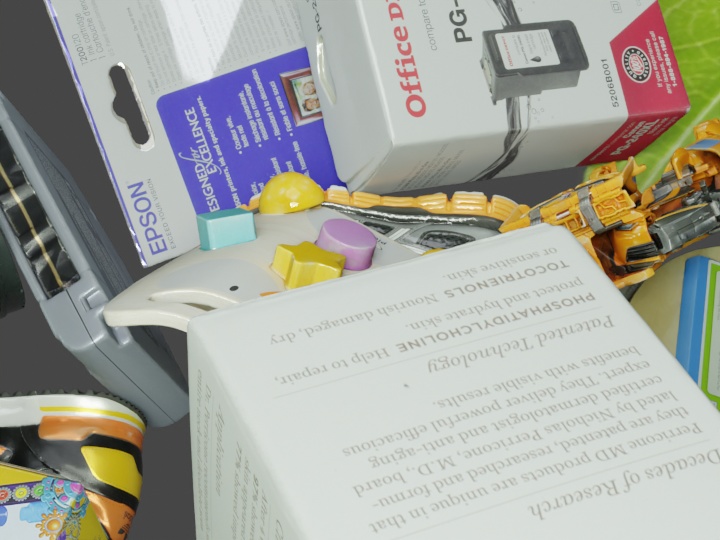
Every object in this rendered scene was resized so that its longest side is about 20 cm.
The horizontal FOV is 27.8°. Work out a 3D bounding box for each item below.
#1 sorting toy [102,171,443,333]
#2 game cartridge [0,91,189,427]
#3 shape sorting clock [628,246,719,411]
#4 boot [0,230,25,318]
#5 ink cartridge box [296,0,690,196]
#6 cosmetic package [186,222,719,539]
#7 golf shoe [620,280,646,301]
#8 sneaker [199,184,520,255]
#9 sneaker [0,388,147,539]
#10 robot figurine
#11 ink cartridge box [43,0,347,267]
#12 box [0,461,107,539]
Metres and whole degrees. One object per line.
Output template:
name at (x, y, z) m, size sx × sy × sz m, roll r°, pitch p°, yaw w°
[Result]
sorting toy at (-0.037, 0.030, 0.731) m, size 0.200 × 0.107 × 0.180 m, roll 27°, pitch 18°, yaw 14°
game cartridge at (-0.163, -0.006, 0.829) m, size 0.040 × 0.133 × 0.200 m, roll -34°, pitch 59°, yaw 1°
shape sorting clock at (0.218, 0.075, 0.742) m, size 0.199 × 0.039 × 0.201 m, roll 9°, pitch 54°, yaw -13°
boot at (-0.283, 0.017, 0.811) m, size 0.162 × 0.074 × 0.198 m, roll -23°, pitch 7°, yaw -23°
ink cartridge box at (0.077, -0.135, 0.873) m, size 0.199 × 0.083 × 0.146 m, roll -9°, pitch 77°, yaw -22°
cosmetic package at (0.044, 0.119, 0.552) m, size 0.166 × 0.168 × 0.200 m, roll -14°, pitch 44°, yaw -20°
golf shoe at (0.103, 0.081, 0.780) m, size 0.097 × 0.078 × 0.200 m, roll 10°, pitch 45°, yaw 36°
sneaker at (0.000, 0.000, 0.846) m, size 0.199 × 0.078 × 0.077 m, roll -3°, pitch 62°, yaw 8°
sneaker at (-0.214, 0.119, 0.779) m, size 0.199 × 0.070 × 0.090 m, roll -6°, pitch 59°, yaw 6°
robot figurine at (0.140, -0.029, 0.778) m, size 0.145 × 0.058 × 0.200 m, roll -24°, pitch 1°, yaw 30°
ink cartridge box at (-0.076, -0.122, 0.904) m, size 0.199 × 0.043 × 0.199 m, roll -19°, pitch 86°, yaw -13°
box at (-0.186, 0.208, 0.618) m, size 0.122 × 0.200 × 0.193 m, roll 10°, pitch 54°, yaw 15°
